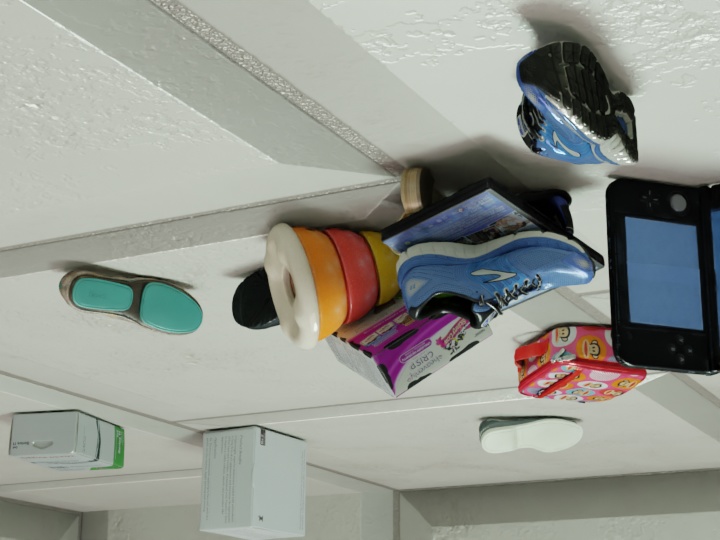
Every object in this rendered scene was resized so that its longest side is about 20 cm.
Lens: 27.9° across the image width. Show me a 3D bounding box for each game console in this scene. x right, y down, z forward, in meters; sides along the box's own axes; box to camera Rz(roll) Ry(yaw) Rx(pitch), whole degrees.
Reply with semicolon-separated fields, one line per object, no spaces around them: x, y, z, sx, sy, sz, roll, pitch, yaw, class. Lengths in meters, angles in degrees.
0.348;-0.005;1.447;0.172;0.201;0.119;6;161;-18;game console

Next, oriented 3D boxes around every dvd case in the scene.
0.138;-0.022;1.491;0.142;0.018;0.200;-26;140;34;dvd case

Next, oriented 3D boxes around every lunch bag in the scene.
0.314;0.137;2.137;0.175;0.082;0.200;8;160;-11;lunch bag

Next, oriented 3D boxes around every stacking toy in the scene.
0.000;0.000;1.658;0.199;0.147;0.146;-13;168;-18;stacking toy

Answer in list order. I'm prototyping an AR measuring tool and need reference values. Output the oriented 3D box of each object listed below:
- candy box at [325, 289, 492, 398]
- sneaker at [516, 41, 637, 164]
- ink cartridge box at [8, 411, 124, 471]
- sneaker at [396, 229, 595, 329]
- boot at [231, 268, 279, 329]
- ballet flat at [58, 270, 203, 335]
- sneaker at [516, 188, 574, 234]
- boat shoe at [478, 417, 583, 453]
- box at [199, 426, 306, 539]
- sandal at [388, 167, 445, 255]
0.047;0.066;1.659;0.136;0.061;0.200;-32;-161;-12;candy box
0.170;-0.129;1.228;0.089;0.079;0.200;-10;160;24;sneaker
-0.559;0.328;2.765;0.146;0.083;0.200;-4;163;15;ink cartridge box
0.137;0.018;1.453;0.199;0.089;0.079;-8;148;8;sneaker
-0.040;0.044;1.828;0.200;0.077;0.168;-21;150;36;boot
-0.296;0.036;1.856;0.200;0.068;0.067;20;175;-35;ballet flat
0.187;-0.033;1.566;0.115;0.081;0.199;-6;160;28;sneaker
0.320;0.301;2.736;0.199;0.073;0.062;-4;-153;-9;boat shoe
-0.211;0.427;2.885;0.130;0.200;0.200;-8;161;28;box
0.057;-0.047;1.542;0.069;0.078;0.212;-3;154;17;sandal
